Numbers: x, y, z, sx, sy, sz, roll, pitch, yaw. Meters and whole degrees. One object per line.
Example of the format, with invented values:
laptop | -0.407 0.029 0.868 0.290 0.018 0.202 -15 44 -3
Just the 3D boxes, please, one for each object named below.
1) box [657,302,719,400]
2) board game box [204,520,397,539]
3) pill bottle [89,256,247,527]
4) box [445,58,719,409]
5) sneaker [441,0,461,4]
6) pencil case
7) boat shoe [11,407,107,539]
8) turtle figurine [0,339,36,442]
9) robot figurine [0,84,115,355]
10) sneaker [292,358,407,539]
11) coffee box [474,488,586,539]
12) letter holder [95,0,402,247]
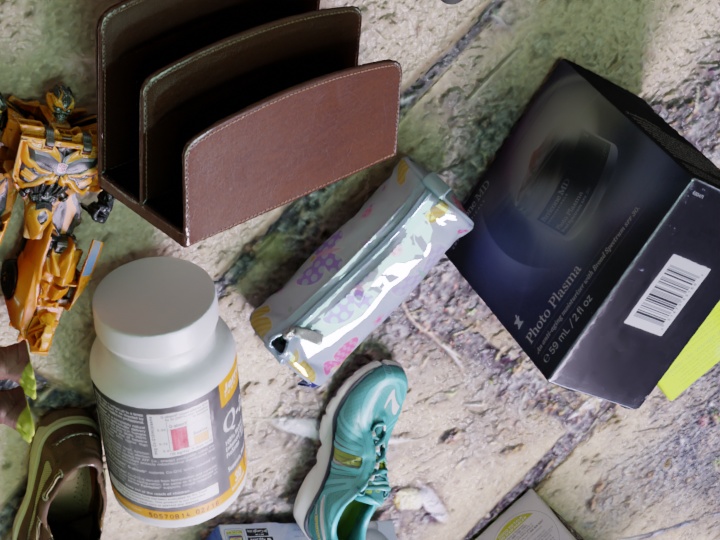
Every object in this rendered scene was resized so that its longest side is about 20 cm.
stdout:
box | 0.305 0.031 1.475 0.122 0.048 0.200 -40 135 1
board game box | -0.031 0.330 1.393 0.199 0.200 0.043 5 141 -34
pill bottle | -0.151 0.096 1.191 0.116 0.117 0.201 -18 132 -19
box | 0.195 -0.031 1.250 0.123 0.199 0.201 19 113 -38
sneaker | 0.059 -0.235 1.096 0.199 0.067 0.091 -5 124 -32
pencil case | 0.000 0.000 1.233 0.200 0.083 0.091 -45 157 5
boat shoe | -0.246 0.214 1.253 0.074 0.075 0.204 -10 129 -25
turtle figurine | -0.314 0.104 1.069 0.160 0.064 0.202 -8 123 -25
robot figurine | -0.236 -0.036 1.073 0.144 0.058 0.201 5 122 -37
sneaker | 0.005 0.174 1.373 0.077 0.080 0.202 2 115 -34
coffee box | 0.199 0.390 1.586 0.200 0.198 0.200 -44 134 3
letter holder | -0.072 -0.128 1.037 0.199 0.100 0.143 -26 135 -37
